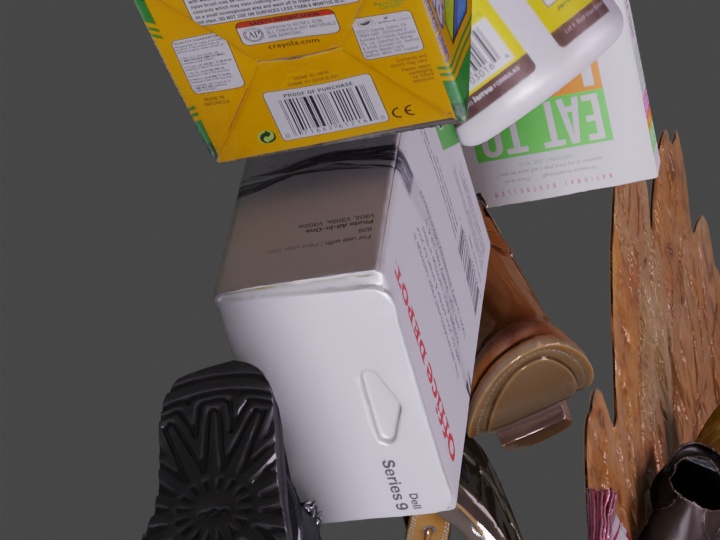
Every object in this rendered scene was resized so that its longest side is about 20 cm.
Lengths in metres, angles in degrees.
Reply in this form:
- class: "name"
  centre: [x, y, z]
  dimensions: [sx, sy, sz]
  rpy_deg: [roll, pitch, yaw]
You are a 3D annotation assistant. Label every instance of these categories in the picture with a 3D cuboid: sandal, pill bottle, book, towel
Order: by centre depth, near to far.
- class: "pill bottle"
  centre: [0.036, -0.170, 1.352]
  dimensions: [0.200, 0.109, 0.109]
  rpy_deg: [53, 18, -4]
- class: "sandal"
  centre: [0.038, 0.120, 1.425]
  dimensions: [0.200, 0.054, 0.082]
  rpy_deg: [50, 18, -39]
- class: "book"
  centre: [0.102, -0.143, 1.641]
  dimensions: [0.048, 0.133, 0.201]
  rpy_deg: [-70, 148, -61]
- class: "towel"
  centre: [0.202, 0.271, 2.029]
  dimensions: [0.200, 0.023, 0.145]
  rpy_deg: [62, 25, -54]

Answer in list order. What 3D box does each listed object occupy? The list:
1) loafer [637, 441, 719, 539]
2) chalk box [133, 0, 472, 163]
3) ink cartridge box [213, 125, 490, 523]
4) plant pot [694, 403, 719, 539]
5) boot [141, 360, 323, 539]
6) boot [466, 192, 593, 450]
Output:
- class: "loafer"
  centre: [0.284, 0.187, 2.239]
  dimensions: [0.200, 0.073, 0.072]
  rpy_deg: [-58, 173, -67]
- class: "chalk box"
  centre: [-0.021, -0.170, 1.206]
  dimensions: [0.124, 0.124, 0.201]
  rpy_deg: [65, 21, -48]
- class: "ink cartridge box"
  centre: [0.000, 0.000, 1.269]
  dimensions: [0.201, 0.084, 0.147]
  rpy_deg: [-79, 157, -52]
- class: "plant pot"
  centre: [0.370, 0.229, 2.392]
  dimensions: [0.189, 0.200, 0.202]
  rpy_deg: [-50, 132, -52]
- class: "boot"
  centre: [-0.036, 0.163, 1.106]
  dimensions: [0.201, 0.065, 0.165]
  rpy_deg: [74, 18, -44]
- class: "boot"
  centre: [0.068, 0.010, 1.471]
  dimensions: [0.200, 0.076, 0.156]
  rpy_deg: [42, 24, -76]
